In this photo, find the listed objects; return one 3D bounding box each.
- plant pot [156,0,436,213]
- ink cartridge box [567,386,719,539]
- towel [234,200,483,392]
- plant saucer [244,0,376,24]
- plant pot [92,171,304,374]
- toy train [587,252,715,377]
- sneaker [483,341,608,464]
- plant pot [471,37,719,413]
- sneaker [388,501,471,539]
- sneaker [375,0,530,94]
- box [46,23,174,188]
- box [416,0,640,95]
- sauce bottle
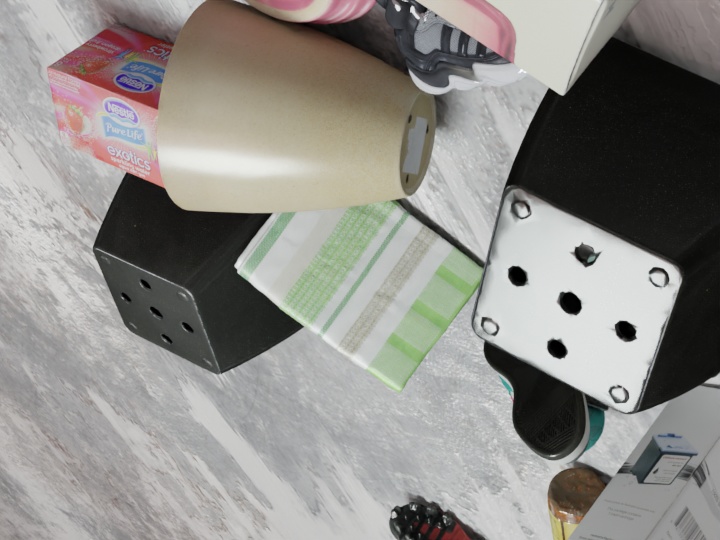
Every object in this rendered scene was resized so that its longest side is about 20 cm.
[{"bbox_3d":[-0.043,-0.126,1.348,0.199,0.188,0.188,12,143,18],"label":"plant pot"},{"bbox_3d":[0.290,0.221,1.376,0.086,0.200,0.147,4,134,50],"label":"ink cartridge box"},{"bbox_3d":[0.000,0.000,1.495,0.200,0.149,0.031,37,-176,2],"label":"towel"},{"bbox_3d":[-0.069,-0.277,1.274,0.200,0.051,0.201,29,149,19],"label":"plant saucer"},{"bbox_3d":[-0.153,-0.015,1.609,0.199,0.178,0.200,22,147,28],"label":"plant pot"},{"bbox_3d":[0.223,0.042,1.339,0.114,0.085,0.200,43,153,-25],"label":"toy train"},{"bbox_3d":[0.185,0.136,1.453,0.121,0.084,0.200,46,-168,-30],"label":"sneaker"},{"bbox_3d":[0.187,-0.018,1.124,0.199,0.177,0.201,28,132,20],"label":"plant pot"},{"bbox_3d":[0.118,0.357,1.908,0.200,0.071,0.098,29,147,18],"label":"sneaker"},{"bbox_3d":[0.078,-0.198,1.175,0.114,0.076,0.200,50,153,-21],"label":"sneaker"},{"bbox_3d":[-0.196,-0.154,1.531,0.199,0.103,0.095,24,137,30],"label":"box"},{"bbox_3d":[0.098,-0.235,1.048,0.200,0.128,0.109,35,151,11],"label":"box"},{"bbox_3d":[0.236,0.289,1.679,0.066,0.066,0.200,24,148,28],"label":"sauce bottle"}]
